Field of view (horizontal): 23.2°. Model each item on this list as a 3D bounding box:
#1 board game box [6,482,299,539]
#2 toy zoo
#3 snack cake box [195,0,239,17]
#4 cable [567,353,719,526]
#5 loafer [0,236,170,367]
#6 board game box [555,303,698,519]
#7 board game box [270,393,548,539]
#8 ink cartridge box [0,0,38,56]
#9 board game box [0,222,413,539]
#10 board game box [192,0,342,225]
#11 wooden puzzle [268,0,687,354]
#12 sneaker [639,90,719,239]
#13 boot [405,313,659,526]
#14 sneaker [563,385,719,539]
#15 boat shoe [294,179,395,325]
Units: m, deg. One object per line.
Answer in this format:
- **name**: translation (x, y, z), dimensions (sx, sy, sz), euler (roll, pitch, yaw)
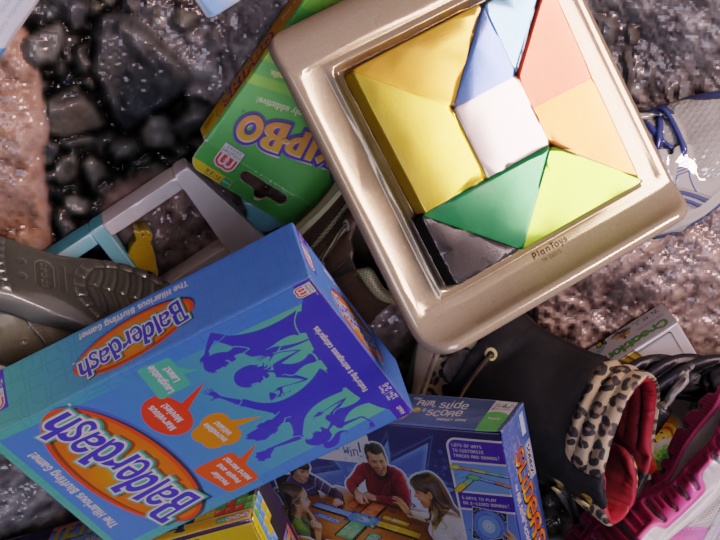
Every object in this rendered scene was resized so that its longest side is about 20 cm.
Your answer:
- **board game box**: translation (-0.121, 0.226, 1.108), dimensions (0.200, 0.057, 0.165), euler (-17, 115, 15)
- **toy zoo**: translation (-0.127, 0.021, 1.068), dimensions (0.200, 0.020, 0.131), euler (-33, 115, 3)
- **snack cake box**: translation (-0.101, -0.222, 0.781), dimensions (0.067, 0.115, 0.200), euler (-32, 117, 1)
- **cable**: translation (0.215, 0.149, 1.136), dimensions (0.163, 0.051, 0.200), euler (-10, 114, -9)
- **loafer**: translation (-0.175, 0.033, 1.019), dimensions (0.200, 0.075, 0.070), euler (21, 122, -19)
- **board game box**: translation (0.197, 0.135, 1.174), dimensions (0.126, 0.035, 0.200), euler (-33, 115, 3)
- **board game box**: translation (0.014, 0.139, 1.075), dimensions (0.200, 0.034, 0.135), euler (3, 118, 30)
- **ink cartridge box**: translation (-0.276, -0.175, 0.930), dimensions (0.200, 0.067, 0.116), euler (32, 104, -22)
- **board game box**: translation (-0.090, 0.072, 0.988), dimensions (0.200, 0.045, 0.152), euler (-27, 140, 9)
- **board game box**: translation (-0.009, -0.121, 1.029), dimensions (0.096, 0.030, 0.200), euler (32, 100, -23)
- **wooden puzzle**: translation (0.071, -0.080, 0.974), dimensions (0.185, 0.037, 0.200), euler (-29, 92, -19)
- **sneaker**: translation (0.147, -0.059, 1.045), dimensions (0.200, 0.075, 0.088), euler (-27, 147, -1)
- **boot**: translation (0.096, 0.119, 1.084), dimensions (0.073, 0.151, 0.200), euler (-8, 115, -53)
- **sneaker**: translation (0.199, 0.167, 1.077), dimensions (0.088, 0.081, 0.200), euler (42, 100, -17)
- **boat shoe**: translation (-0.005, -0.002, 1.028), dimensions (0.075, 0.075, 0.202), euler (19, 109, -33)
